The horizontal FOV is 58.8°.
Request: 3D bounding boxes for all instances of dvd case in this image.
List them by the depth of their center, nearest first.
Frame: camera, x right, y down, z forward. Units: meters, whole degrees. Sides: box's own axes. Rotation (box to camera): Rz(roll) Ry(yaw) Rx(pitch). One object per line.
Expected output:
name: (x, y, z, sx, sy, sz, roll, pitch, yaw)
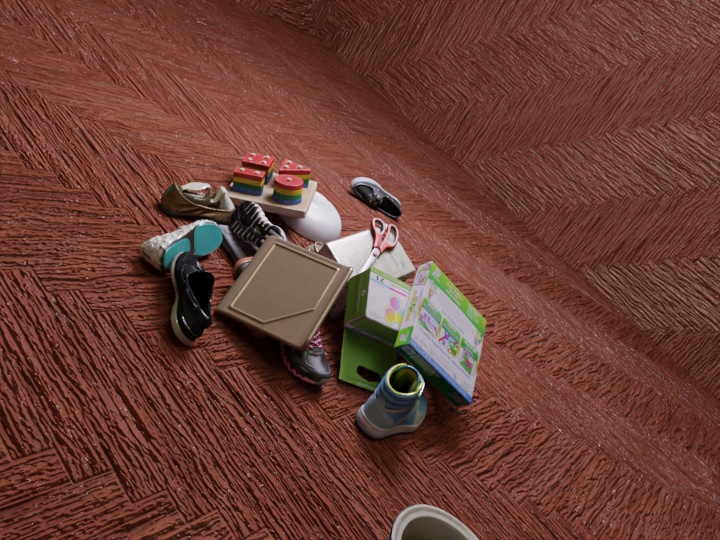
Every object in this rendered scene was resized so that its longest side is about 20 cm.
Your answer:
dvd case: (-0.201, -0.035, 1.354, 0.197, 0.025, 0.151, 2, 41, -51)

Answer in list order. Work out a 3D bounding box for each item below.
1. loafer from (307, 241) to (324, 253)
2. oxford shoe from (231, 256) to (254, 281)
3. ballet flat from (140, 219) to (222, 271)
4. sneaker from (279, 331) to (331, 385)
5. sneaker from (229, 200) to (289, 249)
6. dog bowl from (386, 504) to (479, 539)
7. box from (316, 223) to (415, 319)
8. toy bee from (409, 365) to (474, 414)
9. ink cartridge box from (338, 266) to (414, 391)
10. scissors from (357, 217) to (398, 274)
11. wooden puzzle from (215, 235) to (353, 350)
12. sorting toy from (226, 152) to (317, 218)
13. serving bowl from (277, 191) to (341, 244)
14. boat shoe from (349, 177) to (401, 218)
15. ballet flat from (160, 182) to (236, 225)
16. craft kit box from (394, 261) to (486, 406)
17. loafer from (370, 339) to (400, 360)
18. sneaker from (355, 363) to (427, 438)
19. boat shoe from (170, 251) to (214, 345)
loafer: (-0.033, -0.015, 1.492, 0.196, 0.069, 0.076, 31, 24, -13)
oxford shoe: (-0.153, 0.024, 1.229, 0.196, 0.073, 0.072, 17, 5, -37)
ballet flat: (-0.329, -0.055, 1.171, 0.071, 0.073, 0.199, 38, 23, 8)
sneaker: (-0.101, 0.110, 1.140, 0.078, 0.096, 0.202, 11, 35, -47)
sneaker: (-0.192, -0.059, 1.320, 0.200, 0.076, 0.116, 42, -5, 45)
dog bowl: (0.104, 0.427, 0.864, 0.196, 0.075, 0.202, 30, 23, -14)
box: (0.000, 0.000, 1.372, 0.197, 0.109, 0.130, -19, 71, -44)
toy bee: (0.176, 0.182, 1.345, 0.198, 0.110, 0.131, 33, 64, 32)
ink cartridge box: (0.043, 0.121, 1.219, 0.145, 0.075, 0.206, 25, 57, -32)
scissors: (0.038, -0.036, 1.338, 0.072, 0.014, 0.203, 32, 44, -16)
wooden puzzle: (-0.132, 0.038, 1.132, 0.195, 0.038, 0.187, 19, 55, 21)
sorting toy: (-0.207, -0.212, 1.524, 0.192, 0.072, 0.202, 11, 27, -1)
serving bowl: (-0.125, -0.156, 1.629, 0.197, 0.066, 0.202, 31, 24, -15)
boat shoe: (0.055, -0.227, 2.006, 0.196, 0.069, 0.057, 25, 25, -29)
ballet flat: (-0.320, -0.145, 1.332, 0.196, 0.073, 0.068, 10, 33, -46)
craft kit box: (0.163, 0.123, 1.251, 0.200, 0.048, 0.201, 44, 50, -26)
loafer: (0.053, 0.147, 1.329, 0.198, 0.071, 0.075, -28, 102, -51)
sneaker: (0.087, 0.223, 1.144, 0.079, 0.132, 0.198, 43, 24, 24)
boat shoe: (-0.271, 0.030, 1.056, 0.075, 0.065, 0.202, 53, 14, -35)
